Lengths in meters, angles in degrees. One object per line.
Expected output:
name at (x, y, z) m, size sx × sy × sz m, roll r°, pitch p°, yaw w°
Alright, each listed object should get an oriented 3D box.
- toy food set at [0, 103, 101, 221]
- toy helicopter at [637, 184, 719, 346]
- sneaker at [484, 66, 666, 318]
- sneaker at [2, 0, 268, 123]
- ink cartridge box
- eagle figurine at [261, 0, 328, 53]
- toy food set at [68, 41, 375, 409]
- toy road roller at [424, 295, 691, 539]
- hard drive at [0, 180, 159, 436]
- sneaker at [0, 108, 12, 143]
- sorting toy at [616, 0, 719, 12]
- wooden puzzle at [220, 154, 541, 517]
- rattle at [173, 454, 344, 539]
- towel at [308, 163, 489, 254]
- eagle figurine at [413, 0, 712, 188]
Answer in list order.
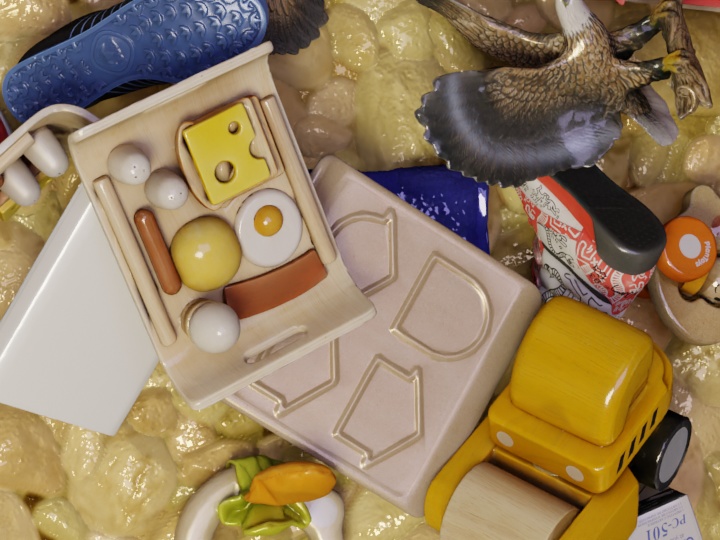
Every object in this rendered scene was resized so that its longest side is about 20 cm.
toy food set at (-0.248, -0.024, 1.329) m, size 0.200 × 0.143 × 0.060 m, roll -42°, pitch 91°, yaw -10°
toy helicopter at (0.299, -0.019, 1.501) m, size 0.200 × 0.079 × 0.132 m, roll -43°, pitch 93°, yaw -22°
sneaker at (0.136, -0.048, 1.461) m, size 0.067 × 0.108 × 0.202 m, roll -21°, pitch 59°, yaw -32°
sneaker at (-0.147, -0.157, 1.348) m, size 0.198 × 0.078 × 0.071 m, roll -15°, pitch 111°, yaw 19°
ink cartridge box at (0.140, 0.212, 1.449) m, size 0.198 × 0.094 × 0.045 m, roll -22°, pitch 99°, yaw -12°
eagle figurine at (-0.093, -0.254, 1.374) m, size 0.198 × 0.152 × 0.152 m, roll 21°, pitch 64°, yaw -7°
toy food set at (-0.085, -0.029, 1.286) m, size 0.143 × 0.060 × 0.202 m, roll -27°, pitch 112°, yaw -16°
toy road roller at (0.138, 0.112, 1.378) m, size 0.122 × 0.147 × 0.200 m, roll 24°, pitch 53°, yaw 28°
hard drive at (-0.166, 0.010, 1.354) m, size 0.131 × 0.027 × 0.201 m, roll 24°, pitch 100°, yaw -49°
sneaker at (-0.309, -0.139, 1.333) m, size 0.200 × 0.112 × 0.071 m, roll 45°, pitch 81°, yaw -10°
sorting toy at (0.211, -0.281, 1.433) m, size 0.197 × 0.070 × 0.202 m, roll 4°, pitch 119°, yaw -13°
wooden puzzle at (0.006, 0.046, 1.397) m, size 0.199 × 0.046 × 0.186 m, roll 33°, pitch 81°, yaw -16°
rattle at (-0.071, 0.233, 1.381) m, size 0.130 × 0.142 × 0.201 m, roll 33°, pitch 76°, yaw -30°
towel at (0.000, 0.000, 1.443) m, size 0.198 × 0.050 × 0.149 m, roll -3°, pitch 87°, yaw -15°
eagle figurine at (0.138, -0.146, 1.409) m, size 0.198 × 0.152 × 0.152 m, roll -13°, pitch 95°, yaw 8°
